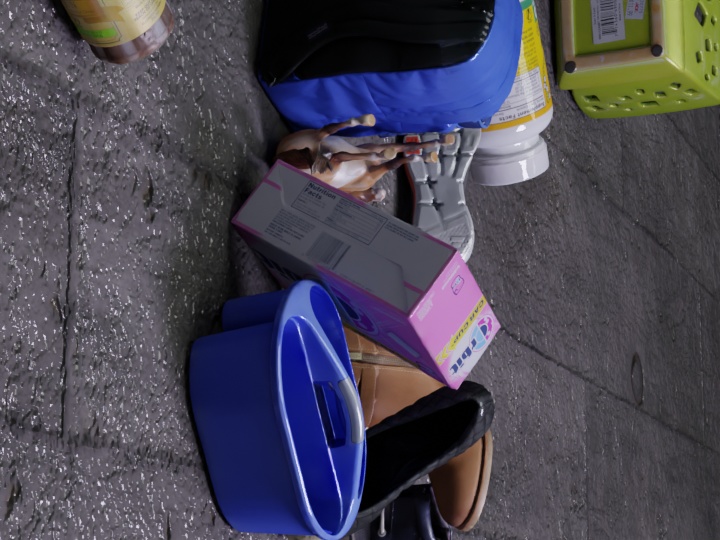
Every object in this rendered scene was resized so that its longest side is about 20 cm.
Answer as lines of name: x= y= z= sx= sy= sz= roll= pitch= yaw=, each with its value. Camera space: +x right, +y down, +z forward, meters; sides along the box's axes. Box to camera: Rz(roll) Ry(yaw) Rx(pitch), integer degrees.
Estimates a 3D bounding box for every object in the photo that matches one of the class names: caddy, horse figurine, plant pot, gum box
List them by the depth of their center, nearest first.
caddy: x=-0.048 y=0.106 z=1.459 sx=0.142 sy=0.104 sz=0.202 roll=-55 pitch=136 yaw=-58
gum box: x=0.000 y=0.000 z=1.502 sx=0.066 sy=0.199 sz=0.114 roll=-52 pitch=145 yaw=-14
horse figurine: x=-0.013 y=-0.089 z=1.604 sx=0.199 sy=0.132 sz=0.050 roll=2 pitch=76 yaw=-58
plant pot: x=0.349 y=-0.313 z=2.494 sx=0.181 sy=0.197 sz=0.202 roll=11 pitch=76 yaw=-62

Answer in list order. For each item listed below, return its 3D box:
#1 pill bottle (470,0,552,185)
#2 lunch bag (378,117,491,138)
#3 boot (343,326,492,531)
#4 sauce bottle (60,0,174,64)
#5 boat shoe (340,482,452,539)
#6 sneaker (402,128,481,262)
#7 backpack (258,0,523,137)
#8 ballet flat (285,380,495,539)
pill bottle: x=0.138 y=-0.196 z=2.009 sx=0.113 sy=0.112 sz=0.202 roll=-51 pitch=133 yaw=-61
lunch bag: x=0.071 y=-0.219 z=1.806 sx=0.136 sy=0.131 sz=0.201 roll=62 pitch=30 yaw=-46
boot: x=0.024 y=0.116 z=1.598 sx=0.154 sy=0.077 sz=0.202 roll=0 pitch=80 yaw=-28
sauce bottle: x=-0.182 y=-0.221 z=1.232 sx=0.201 sy=0.064 sz=0.065 roll=63 pitch=30 yaw=-43
boat shoe: x=0.035 y=0.273 z=1.666 sx=0.075 sy=0.092 sz=0.202 roll=-36 pitch=119 yaw=-66
sneaker: x=0.073 y=-0.085 z=1.906 sx=0.082 sy=0.076 sz=0.202 roll=107 pitch=-11 yaw=-69
backpack: x=0.038 y=-0.197 z=1.619 sx=0.168 sy=0.198 sz=0.164 roll=47 pitch=43 yaw=-59
ballet flat: x=0.018 y=0.149 z=1.539 sx=0.067 sy=0.199 sz=0.057 roll=54 pitch=4 yaw=13
